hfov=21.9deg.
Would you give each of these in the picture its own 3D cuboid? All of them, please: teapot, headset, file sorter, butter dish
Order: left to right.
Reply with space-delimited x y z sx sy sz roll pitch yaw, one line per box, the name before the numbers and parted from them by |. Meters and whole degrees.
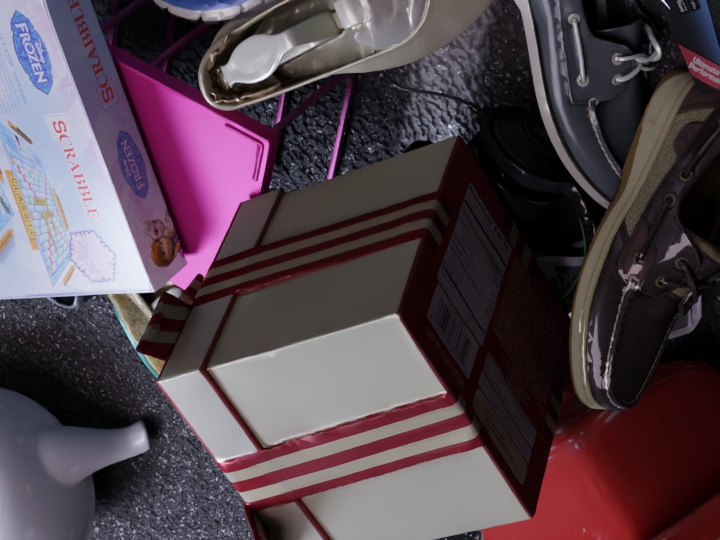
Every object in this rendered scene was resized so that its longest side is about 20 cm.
teapot | -0.285 0.188 1.506 0.199 0.145 0.200 21 101 42
file sorter | -0.121 -0.097 1.213 0.199 0.125 0.140 28 131 16
headset | 0.075 -0.063 1.125 0.123 0.094 0.201 -21 106 33
butter dish | 0.152 0.118 1.134 0.149 0.198 0.200 57 143 11

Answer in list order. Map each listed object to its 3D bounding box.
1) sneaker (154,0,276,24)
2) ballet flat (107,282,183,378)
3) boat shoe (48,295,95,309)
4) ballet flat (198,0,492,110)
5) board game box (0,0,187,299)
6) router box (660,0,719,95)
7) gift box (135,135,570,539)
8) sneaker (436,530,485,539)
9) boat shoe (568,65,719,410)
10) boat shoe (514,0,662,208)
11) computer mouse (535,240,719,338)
sneaker | -0.052 -0.210 1.130 0.198 0.079 0.090 -7 118 28
ballet flat | -0.158 -0.001 1.348 0.070 0.071 0.201 -23 104 41
boat shoe | -0.271 -0.045 1.388 0.200 0.068 0.072 41 133 4
ballet flat | -0.012 -0.140 1.062 0.199 0.070 0.070 -21 106 29
board game box | -0.225 -0.079 1.182 0.198 0.041 0.202 -2 116 35
router box | 0.214 -0.204 0.961 0.149 0.062 0.201 -14 110 38
gift box | -0.007 0.055 1.060 0.185 0.201 0.185 -16 118 31
sneaker | 0.076 0.134 1.209 0.073 0.080 0.202 20 103 36
boat shoe | 0.173 -0.015 1.045 0.064 0.073 0.202 16 91 39
boat shoe | 0.137 -0.128 1.058 0.061 0.073 0.202 -7 109 41
computer mouse | 0.173 0.006 1.140 0.198 0.044 0.111 -9 110 35
